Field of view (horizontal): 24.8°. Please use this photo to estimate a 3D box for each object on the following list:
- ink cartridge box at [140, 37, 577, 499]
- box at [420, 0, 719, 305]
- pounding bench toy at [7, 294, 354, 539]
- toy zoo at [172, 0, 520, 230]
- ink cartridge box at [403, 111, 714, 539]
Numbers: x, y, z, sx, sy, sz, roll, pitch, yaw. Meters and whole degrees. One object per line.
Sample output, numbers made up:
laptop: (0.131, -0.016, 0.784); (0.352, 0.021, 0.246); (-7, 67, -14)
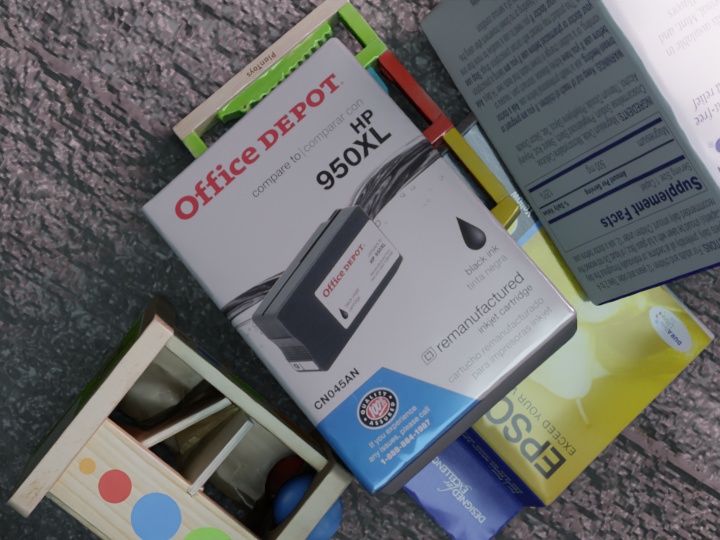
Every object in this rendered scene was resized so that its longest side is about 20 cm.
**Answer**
ink cartridge box: (0.000, 0.000, 0.884); (0.144, 0.084, 0.200); (-41, 78, -1)
box: (0.151, -0.102, 0.881); (0.104, 0.184, 0.201); (-32, 92, -20)
pounding bench toy: (-0.117, 0.146, 0.926); (0.156, 0.124, 0.201); (39, 90, -8)
toy zoo: (0.000, -0.046, 0.945); (0.131, 0.020, 0.201); (-39, 79, 0)
ink cartridge box: (0.074, 0.039, 0.980); (0.198, 0.047, 0.200); (45, 87, -7)
